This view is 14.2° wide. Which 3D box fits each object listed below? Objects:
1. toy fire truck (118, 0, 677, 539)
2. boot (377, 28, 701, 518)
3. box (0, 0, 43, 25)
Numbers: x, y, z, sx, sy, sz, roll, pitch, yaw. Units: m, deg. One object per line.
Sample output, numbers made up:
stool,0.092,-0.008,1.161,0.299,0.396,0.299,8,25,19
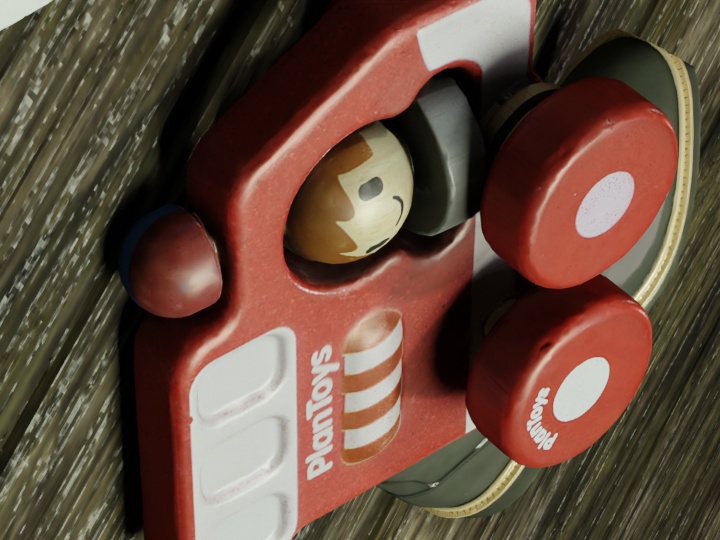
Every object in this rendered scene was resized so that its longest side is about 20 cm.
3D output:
toy fire truck,0.000,0.000,0.910,0.168,0.112,0.200,-30,142,-28
boot,0.053,0.000,1.068,0.138,0.077,0.201,13,99,-64
box,-0.113,-0.133,0.423,0.200,0.130,0.200,-39,147,-48
